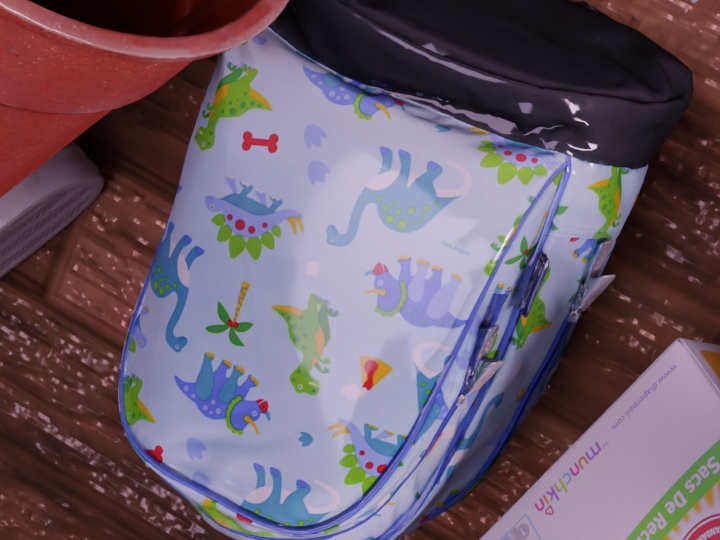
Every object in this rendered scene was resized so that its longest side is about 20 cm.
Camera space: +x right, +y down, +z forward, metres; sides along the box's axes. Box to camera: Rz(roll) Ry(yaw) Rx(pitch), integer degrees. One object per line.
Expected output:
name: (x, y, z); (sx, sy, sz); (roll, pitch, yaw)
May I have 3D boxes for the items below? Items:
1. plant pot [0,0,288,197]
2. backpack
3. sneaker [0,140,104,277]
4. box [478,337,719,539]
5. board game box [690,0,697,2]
plant pot: (-0.154, -0.099, 0.946); (0.195, 0.201, 0.201); (-41, 80, 37)
backpack: (0.000, 0.000, 0.983); (0.163, 0.154, 0.201); (27, 121, 13)
sneaker: (-0.203, -0.026, 1.109); (0.200, 0.074, 0.116); (-35, 80, 16)
box: (0.096, 0.128, 0.947); (0.200, 0.112, 0.102); (-47, 57, 23)
board game box: (0.066, -0.202, 0.898); (0.200, 0.064, 0.148); (38, 145, 9)
